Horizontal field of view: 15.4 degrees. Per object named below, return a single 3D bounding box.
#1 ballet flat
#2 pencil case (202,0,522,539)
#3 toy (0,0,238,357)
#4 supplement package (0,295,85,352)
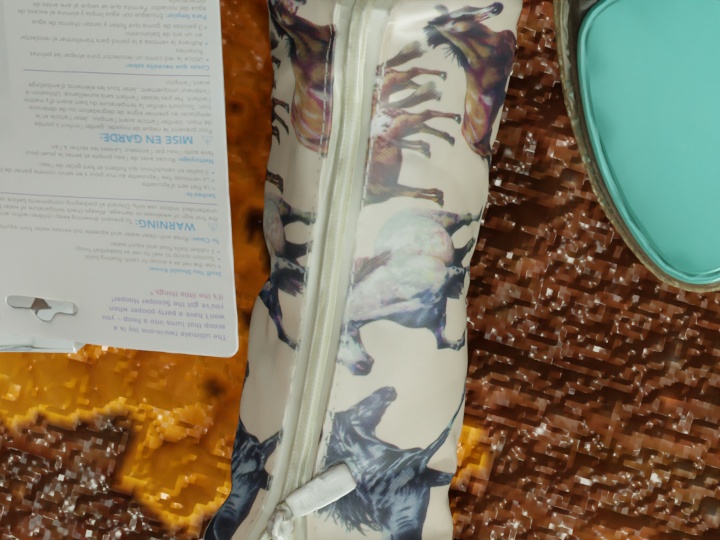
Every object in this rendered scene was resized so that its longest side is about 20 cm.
[{"bbox_3d":[0.085,-0.094,0.804,0.070,0.065,0.201,-13,98,9],"label":"ballet flat"},{"bbox_3d":[0.000,0.000,0.819,0.077,0.089,0.201,8,100,6],"label":"pencil case"},{"bbox_3d":[-0.087,-0.080,0.719,0.114,0.047,0.201,5,116,16],"label":"toy"},{"bbox_3d":[-0.176,-0.057,0.821,0.199,0.111,0.157,-3,100,7],"label":"supplement package"}]
